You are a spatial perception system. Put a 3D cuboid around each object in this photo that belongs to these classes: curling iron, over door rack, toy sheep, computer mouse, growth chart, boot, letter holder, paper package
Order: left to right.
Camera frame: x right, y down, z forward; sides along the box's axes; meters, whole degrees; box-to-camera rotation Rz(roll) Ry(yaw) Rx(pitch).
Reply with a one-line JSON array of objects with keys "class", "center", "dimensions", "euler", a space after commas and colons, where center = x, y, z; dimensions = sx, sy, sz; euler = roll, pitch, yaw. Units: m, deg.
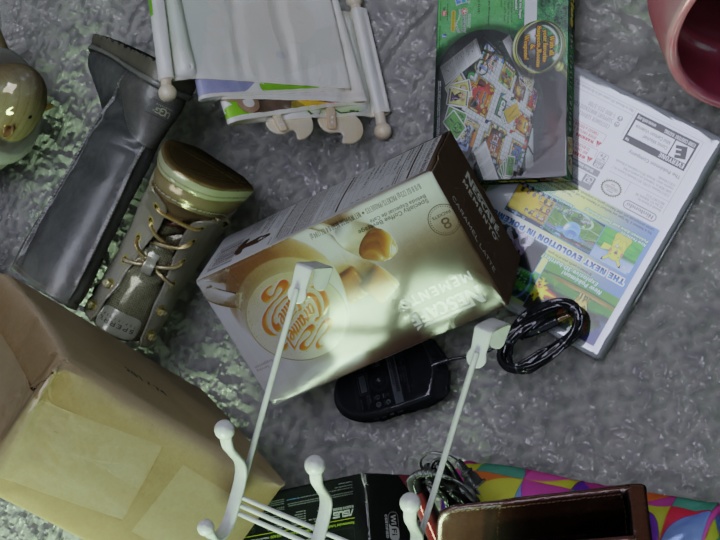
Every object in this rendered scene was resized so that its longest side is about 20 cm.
[{"class": "toy sheep", "center": [-0.337, -0.138, 1.364], "dimensions": [0.199, 0.138, 0.138], "euler": [-1, 78, 34]}, {"class": "boot", "center": [-0.210, -0.079, 1.305], "dimensions": [0.201, 0.072, 0.182], "euler": [-66, 23, 5]}, {"class": "paper package", "center": [-0.181, 0.113, 1.167], "dimensions": [0.104, 0.200, 0.191], "euler": [-54, 31, 2]}, {"class": "boot", "center": [-0.148, -0.016, 1.238], "dimensions": [0.072, 0.200, 0.155], "euler": [32, 92, -3]}, {"class": "growth chart", "center": [-0.069, -0.166, 1.265], "dimensions": [0.018, 0.199, 0.145], "euler": [-37, 52, 57]}, {"class": "over door rack", "center": [-0.011, 0.101, 1.069], "dimensions": [0.147, 0.067, 0.201], "euler": [19, 86, 21]}, {"class": "computer mouse", "center": [0.072, 0.066, 1.215], "dimensions": [0.199, 0.034, 0.059], "euler": [-18, 66, 20]}, {"class": "curling iron", "center": [0.075, 0.211, 1.118], "dimensions": [0.049, 0.026, 0.201], "euler": [-4, 113, 29]}, {"class": "letter holder", "center": [0.122, 0.249, 1.055], "dimensions": [0.142, 0.101, 0.201], "euler": [-6, 121, 8]}]

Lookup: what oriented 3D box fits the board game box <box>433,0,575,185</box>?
[{"class": "board game box", "center": [0.107, -0.162, 1.238], "dimensions": [0.104, 0.023, 0.201], "euler": [-1, 78, 22]}]

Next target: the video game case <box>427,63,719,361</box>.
[{"class": "video game case", "center": [0.137, -0.059, 1.229], "dimensions": [0.200, 0.022, 0.183], "euler": [30, 90, 22]}]

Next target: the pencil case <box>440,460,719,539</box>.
[{"class": "pencil case", "center": [0.147, 0.184, 1.139], "dimensions": [0.199, 0.088, 0.089], "euler": [5, 80, 21]}]

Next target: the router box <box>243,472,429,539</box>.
[{"class": "router box", "center": [-0.035, 0.229, 1.164], "dimensions": [0.200, 0.062, 0.150], "euler": [-18, 71, 45]}]

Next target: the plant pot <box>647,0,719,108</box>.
[{"class": "plant pot", "center": [0.282, -0.237, 1.133], "dimensions": [0.199, 0.200, 0.180], "euler": [-20, 57, 15]}]

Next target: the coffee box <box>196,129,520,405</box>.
[{"class": "coffee box", "center": [0.000, 0.000, 1.197], "dimensions": [0.200, 0.080, 0.115], "euler": [-23, 108, 23]}]
